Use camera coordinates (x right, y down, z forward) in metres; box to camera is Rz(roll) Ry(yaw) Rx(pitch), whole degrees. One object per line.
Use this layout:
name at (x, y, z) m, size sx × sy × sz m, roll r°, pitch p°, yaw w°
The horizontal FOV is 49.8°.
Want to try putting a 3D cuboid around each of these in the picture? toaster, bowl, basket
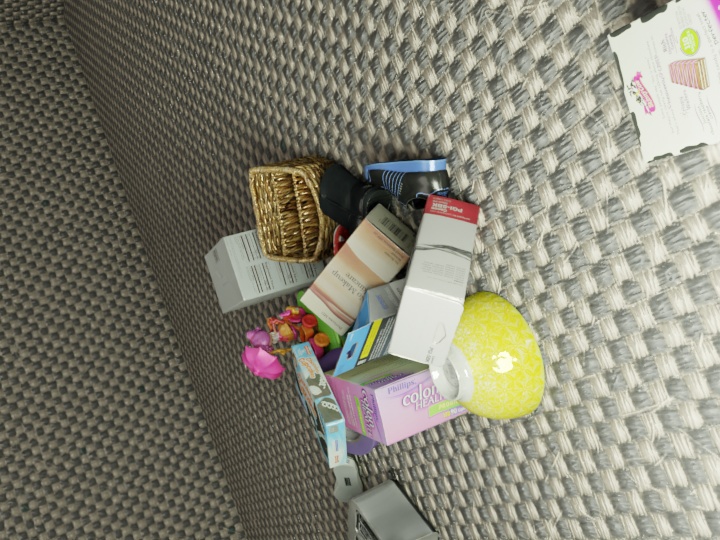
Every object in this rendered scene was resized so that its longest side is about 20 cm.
toaster at (0.063, 0.552, 1.611) m, size 0.200 × 0.118 × 0.181 m, roll 44°, pitch 141°, yaw 46°
bowl at (0.168, 0.140, 1.159) m, size 0.200 × 0.107 × 0.201 m, roll 41°, pitch 139°, yaw 48°
basket at (-0.119, -0.114, 1.532) m, size 0.143 × 0.149 × 0.200 m, roll 29°, pitch 130°, yaw 56°

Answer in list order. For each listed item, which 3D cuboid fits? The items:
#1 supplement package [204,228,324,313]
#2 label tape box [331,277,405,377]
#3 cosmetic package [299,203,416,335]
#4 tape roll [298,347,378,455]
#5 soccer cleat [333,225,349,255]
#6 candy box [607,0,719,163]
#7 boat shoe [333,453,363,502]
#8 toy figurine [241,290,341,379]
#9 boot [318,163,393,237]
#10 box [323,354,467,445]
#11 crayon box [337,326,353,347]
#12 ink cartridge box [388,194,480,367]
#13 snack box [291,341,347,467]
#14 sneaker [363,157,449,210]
supplement package at (-0.214, -0.012, 1.725) m, size 0.191 × 0.200 × 0.147 m, roll -25°, pitch 82°, yaw 64°
label tape box at (0.038, 0.085, 1.277) m, size 0.063 × 0.200 × 0.144 m, roll 58°, pitch 150°, yaw 27°
cosmetic package at (0.000, 0.000, 1.302) m, size 0.103 × 0.087 × 0.200 m, roll 39°, pitch 119°, yaw 1°
tape roll at (-0.023, 0.256, 1.518) m, size 0.200 × 0.085 × 0.200 m, roll 28°, pitch 137°, yaw 30°
soccer cleat at (-0.019, 0.008, 1.503) m, size 0.085 × 0.069 × 0.200 m, roll -2°, pitch 108°, yaw 59°
candy box at (0.328, -0.187, 0.691) m, size 0.200 × 0.061 × 0.137 m, roll -12°, pitch 95°, yaw 64°
boat shoe at (-0.027, 0.478, 1.819) m, size 0.200 × 0.071 × 0.064 m, roll 89°, pitch -177°, yaw -46°
toy figurine at (-0.164, 0.146, 1.622) m, size 0.200 × 0.184 × 0.150 m, roll 55°, pitch 150°, yaw 33°
boot at (-0.009, -0.081, 1.412) m, size 0.168 × 0.076 × 0.201 m, roll 35°, pitch 133°, yaw 51°
box at (0.062, 0.206, 1.332) m, size 0.200 × 0.176 × 0.097 m, roll 0°, pitch 105°, yaw 63°
crayon box at (-0.053, 0.121, 1.655) m, size 0.200 × 0.051 × 0.126 m, roll 58°, pitch 150°, yaw 30°
ink cartridge box at (0.106, 0.013, 1.108) m, size 0.200 × 0.083 × 0.147 m, roll -72°, pitch -5°, yaw -46°
snack box at (-0.074, 0.235, 1.379) m, size 0.200 × 0.037 × 0.116 m, roll -121°, pitch 22°, yaw -47°
sneaker at (0.069, -0.136, 1.231) m, size 0.200 × 0.070 × 0.078 m, roll 11°, pitch 108°, yaw 61°
